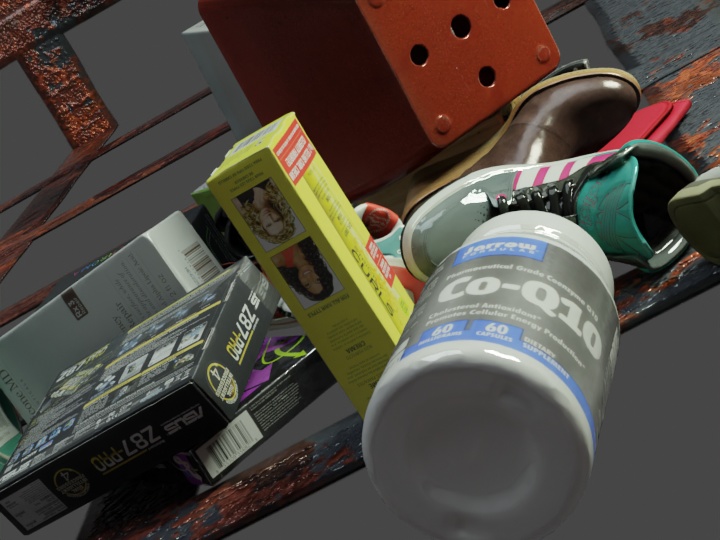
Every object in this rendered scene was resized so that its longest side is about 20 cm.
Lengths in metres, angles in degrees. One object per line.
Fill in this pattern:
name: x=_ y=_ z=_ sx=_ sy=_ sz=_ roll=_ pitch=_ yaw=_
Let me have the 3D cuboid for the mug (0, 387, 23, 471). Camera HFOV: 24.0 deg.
mug: x=-0.342 y=0.125 z=1.356 sx=0.114 sy=0.152 sz=0.185 roll=-27 pitch=52 yaw=11

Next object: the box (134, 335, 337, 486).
box: x=-0.111 y=0.101 z=1.248 sx=0.143 sy=0.036 sz=0.200 roll=-39 pitch=15 yaw=-29

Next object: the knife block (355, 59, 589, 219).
knife block: x=0.107 y=-0.096 z=1.382 sx=0.200 sy=0.064 sz=0.176 roll=-35 pitch=9 yaw=-17

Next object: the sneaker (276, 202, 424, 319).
sneaker: x=0.000 y=0.000 z=1.206 sx=0.200 sy=0.070 sz=0.094 roll=-165 pitch=91 yaw=-70

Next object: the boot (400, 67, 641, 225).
boot: x=0.121 y=-0.047 z=1.197 sx=0.200 sy=0.072 sz=0.166 roll=-29 pitch=36 yaw=17

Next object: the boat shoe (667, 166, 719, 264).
boat shoe: x=0.246 y=-0.044 z=0.944 sx=0.068 sy=0.075 sz=0.200 roll=-40 pitch=15 yaw=-13

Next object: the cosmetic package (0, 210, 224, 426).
cosmetic package: x=-0.196 y=0.049 z=1.346 sx=0.200 sy=0.102 sz=0.074 roll=-35 pitch=3 yaw=25

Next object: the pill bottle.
pill bottle: x=0.077 y=0.048 z=0.894 sx=0.114 sy=0.114 sz=0.200 roll=-24 pitch=16 yaw=23

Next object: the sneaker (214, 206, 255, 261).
sneaker: x=-0.086 y=-0.041 z=1.498 sx=0.087 sy=0.074 sz=0.200 roll=-47 pitch=-11 yaw=-14

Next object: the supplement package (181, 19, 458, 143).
supplement package: x=-0.024 y=-0.182 z=1.484 sx=0.151 sy=0.152 sz=0.200 roll=-36 pitch=21 yaw=-23

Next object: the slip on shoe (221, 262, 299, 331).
slip on shoe: x=-0.054 y=0.007 z=1.398 sx=0.200 sy=0.061 sz=0.074 roll=-14 pitch=20 yaw=45

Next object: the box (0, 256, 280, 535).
box: x=-0.160 y=0.089 z=1.212 sx=0.200 sy=0.049 sz=0.161 roll=-31 pitch=22 yaw=25

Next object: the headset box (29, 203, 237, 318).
headset box: x=-0.207 y=0.047 z=1.502 sx=0.174 sy=0.093 sz=0.200 roll=-27 pitch=16 yaw=17

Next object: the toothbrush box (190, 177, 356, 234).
toothbrush box: x=-0.047 y=-0.094 z=1.670 sx=0.200 sy=0.086 sz=0.146 roll=-10 pitch=26 yaw=51

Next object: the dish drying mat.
dish drying mat: x=0.182 y=-0.076 z=1.285 sx=0.077 sy=0.018 sz=0.200 roll=-19 pitch=19 yaw=43

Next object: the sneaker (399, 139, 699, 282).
sneaker: x=0.133 y=-0.032 z=1.070 sx=0.200 sy=0.084 sz=0.121 roll=-17 pitch=7 yaw=-16

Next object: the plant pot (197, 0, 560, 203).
plant pot: x=0.031 y=-0.177 z=1.296 sx=0.200 sy=0.200 sz=0.176 roll=-36 pitch=17 yaw=-23

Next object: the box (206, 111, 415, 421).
box: x=-0.015 y=0.006 z=1.043 sx=0.050 sy=0.200 sz=0.075 roll=-28 pitch=13 yaw=20
